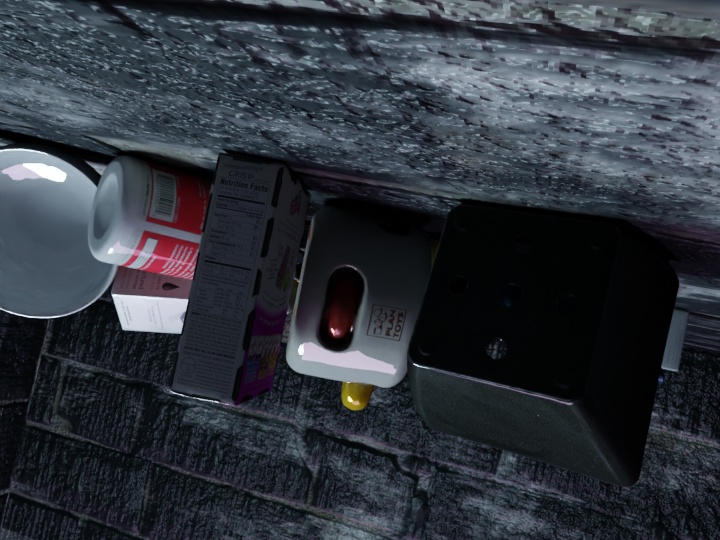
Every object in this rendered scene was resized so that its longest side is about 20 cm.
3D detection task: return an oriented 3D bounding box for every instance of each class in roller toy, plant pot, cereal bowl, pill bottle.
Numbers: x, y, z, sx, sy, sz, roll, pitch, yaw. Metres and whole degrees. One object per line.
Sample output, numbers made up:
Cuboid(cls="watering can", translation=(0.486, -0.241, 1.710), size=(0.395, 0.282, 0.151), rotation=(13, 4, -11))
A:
Cuboid(cls="roller toy", translation=(0.001, 0.032, 0.756), size=(0.139, 0.200, 0.183), rotation=(11, 145, -5))
Cuboid(cls="plant pot", translation=(0.143, 0.047, 0.587), size=(0.200, 0.200, 0.177), rotation=(11, 164, 29))
Cuboid(cls="cereal bowl", translation=(-0.367, -0.051, 0.805), size=(0.200, 0.200, 0.083), rotation=(13, -160, -10))
Cuboid(cls="pill bottle", translation=(-0.180, -0.046, 0.762), size=(0.200, 0.112, 0.112), rotation=(15, 177, -36))

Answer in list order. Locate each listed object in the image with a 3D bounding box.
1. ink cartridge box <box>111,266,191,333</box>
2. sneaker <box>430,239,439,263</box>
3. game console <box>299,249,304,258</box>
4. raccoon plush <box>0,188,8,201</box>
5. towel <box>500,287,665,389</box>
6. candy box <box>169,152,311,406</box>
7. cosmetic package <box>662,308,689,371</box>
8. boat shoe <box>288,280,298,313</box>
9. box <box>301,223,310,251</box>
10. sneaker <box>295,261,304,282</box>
Cuboid(cls="ink cartridge box", translation=(-0.194, 0.002, 0.887), size=(0.200, 0.145, 0.084), rotation=(4, 142, -4))
Cuboid(cls="sneaker", translation=(0.084, 0.014, 0.883), size=(0.105, 0.076, 0.200), rotation=(4, 166, -40))
Cuboid(cls="game console", translation=(-0.212, -0.024, 0.989), size=(0.200, 0.171, 0.118), rotation=(31, -167, -33))
Cuboid(cls="raccoon plush", translation=(-0.465, -0.117, 0.896), size=(0.200, 0.097, 0.134), rotation=(12, 170, 9))
Cuboid(cls="towel", translation=(0.215, 0.063, 0.722), size=(0.112, 0.049, 0.200), rotation=(-25, -147, 3))
Cuboid(cls="candy box", translation=(-0.101, 0.010, 0.622), size=(0.061, 0.200, 0.136), rotation=(11, 176, 6))
Cuboid(cls="cosmetic package", translation=(0.412, 0.093, 1.122), size=(0.200, 0.102, 0.074), rotation=(13, 176, -4))
Cuboid(cls="boat shoe", translation=(-0.071, 0.030, 1.094), size=(0.067, 0.057, 0.200), rotation=(-19, 175, 32))
Cuboid(cls="box", translation=(-0.047, -0.039, 1.092), size=(0.137, 0.040, 0.200), rotation=(11, 177, 42))
Cuboid(cls="sneaker", translation=(0.000, 0.000, 0.960), size=(0.200, 0.070, 0.090), rotation=(-11, 164, 30))
